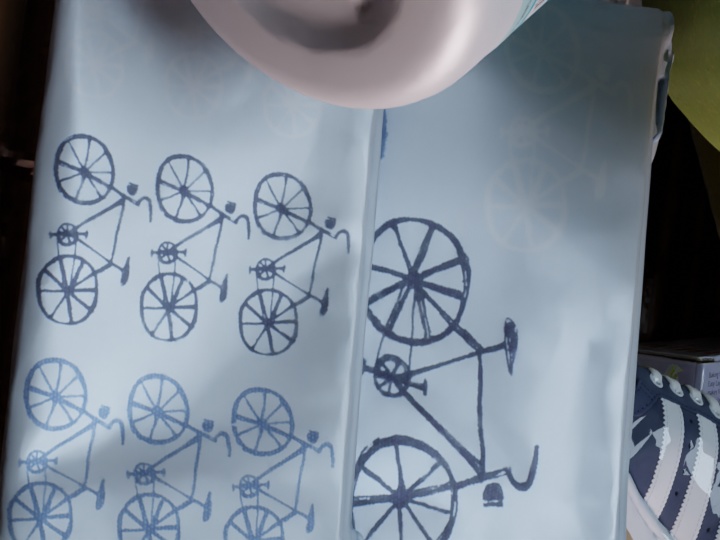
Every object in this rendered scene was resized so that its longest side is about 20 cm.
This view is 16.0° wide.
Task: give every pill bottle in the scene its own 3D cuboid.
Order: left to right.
[{"bbox_3d":[0.038,-0.136,0.702,0.200,0.110,0.111,-43,129,-41],"label":"pill bottle"}]

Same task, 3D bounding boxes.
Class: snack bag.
[{"bbox_3d":[0.000,0.000,0.719,0.199,0.021,0.190,10,79,-23],"label":"snack bag"}]

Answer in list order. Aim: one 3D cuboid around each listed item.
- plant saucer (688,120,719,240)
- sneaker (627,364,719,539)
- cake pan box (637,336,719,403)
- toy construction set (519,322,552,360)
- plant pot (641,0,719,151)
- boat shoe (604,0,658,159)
[{"bbox_3d":[0.214,-0.010,1.036,0.199,0.048,0.201,-5,79,-54],"label":"plant saucer"},{"bbox_3d":[0.121,0.059,0.899,0.108,0.070,0.200,-44,110,-13],"label":"sneaker"},{"bbox_3d":[0.157,0.118,1.035,0.199,0.052,0.186,-3,100,-54],"label":"cake pan box"},{"bbox_3d":[-0.002,0.092,0.780,0.200,0.092,0.131,-54,136,-19],"label":"toy construction set"},{"bbox_3d":[0.175,-0.092,0.768,0.199,0.190,0.202,0,91,-16],"label":"plant pot"},{"bbox_3d":[0.068,-0.094,0.867,0.065,0.073,0.201,31,67,-36],"label":"boat shoe"}]
